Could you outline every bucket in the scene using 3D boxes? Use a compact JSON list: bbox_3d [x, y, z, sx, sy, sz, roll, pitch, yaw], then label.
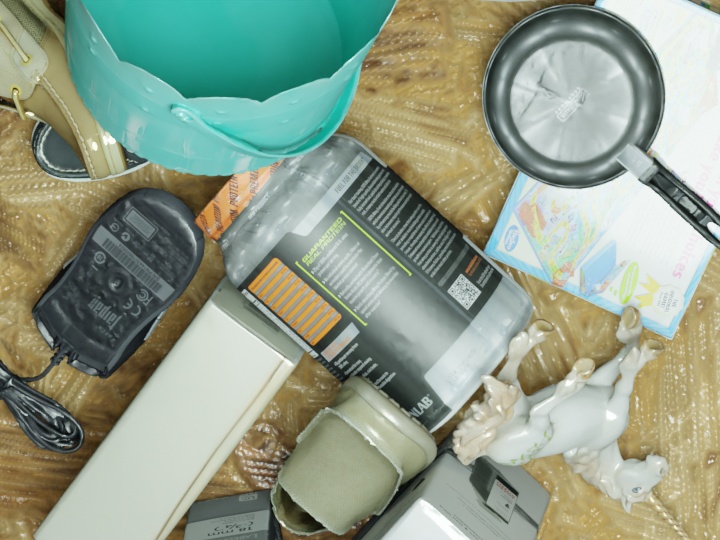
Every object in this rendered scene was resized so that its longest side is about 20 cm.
[{"bbox_3d":[-0.080,-0.161,1.440,0.206,0.135,0.208,4,68,-10],"label":"bucket"}]

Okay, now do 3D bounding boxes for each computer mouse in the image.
[{"bbox_3d":[-0.193,0.008,1.611,0.140,0.046,0.200,36,110,3],"label":"computer mouse"}]

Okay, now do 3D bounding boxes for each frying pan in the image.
[{"bbox_3d":[0.147,-0.072,1.520,0.115,0.031,0.191,-24,96,13],"label":"frying pan"}]

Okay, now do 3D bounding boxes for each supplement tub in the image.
[{"bbox_3d":[0.000,0.000,1.540,0.200,0.123,0.123,42,104,-4],"label":"supplement tub"}]

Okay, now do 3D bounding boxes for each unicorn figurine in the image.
[{"bbox_3d":[0.139,0.093,1.541,0.199,0.074,0.138,7,127,-24],"label":"unicorn figurine"}]

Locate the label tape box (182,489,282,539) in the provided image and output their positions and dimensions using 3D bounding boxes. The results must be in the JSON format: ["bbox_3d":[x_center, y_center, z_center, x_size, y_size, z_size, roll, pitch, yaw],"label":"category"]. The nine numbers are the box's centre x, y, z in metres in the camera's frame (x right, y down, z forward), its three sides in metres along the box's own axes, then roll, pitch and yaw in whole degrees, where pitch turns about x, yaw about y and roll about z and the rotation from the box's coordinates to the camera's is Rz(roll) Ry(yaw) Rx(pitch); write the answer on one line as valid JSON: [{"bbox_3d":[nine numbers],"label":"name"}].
[{"bbox_3d":[-0.076,0.239,1.561,0.063,0.200,0.145,-9,102,1],"label":"label tape box"}]

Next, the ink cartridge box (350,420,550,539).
[{"bbox_3d":[0.035,0.191,1.539,0.083,0.200,0.147,42,104,0],"label":"ink cartridge box"}]

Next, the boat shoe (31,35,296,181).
[{"bbox_3d":[-0.126,-0.109,1.564,0.199,0.060,0.076,-26,98,12],"label":"boat shoe"}]

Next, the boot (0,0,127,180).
[{"bbox_3d":[-0.247,-0.110,1.515,0.155,0.073,0.200,-28,67,-15],"label":"boot"}]

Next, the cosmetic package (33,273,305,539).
[{"bbox_3d":[-0.119,0.103,1.589,0.073,0.104,0.200,36,105,-2],"label":"cosmetic package"}]

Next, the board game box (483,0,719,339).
[{"bbox_3d":[0.178,-0.075,1.545,0.134,0.034,0.201,25,104,2],"label":"board game box"}]

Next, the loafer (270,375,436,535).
[{"bbox_3d":[-0.009,0.126,1.533,0.076,0.200,0.068,39,68,4],"label":"loafer"}]
